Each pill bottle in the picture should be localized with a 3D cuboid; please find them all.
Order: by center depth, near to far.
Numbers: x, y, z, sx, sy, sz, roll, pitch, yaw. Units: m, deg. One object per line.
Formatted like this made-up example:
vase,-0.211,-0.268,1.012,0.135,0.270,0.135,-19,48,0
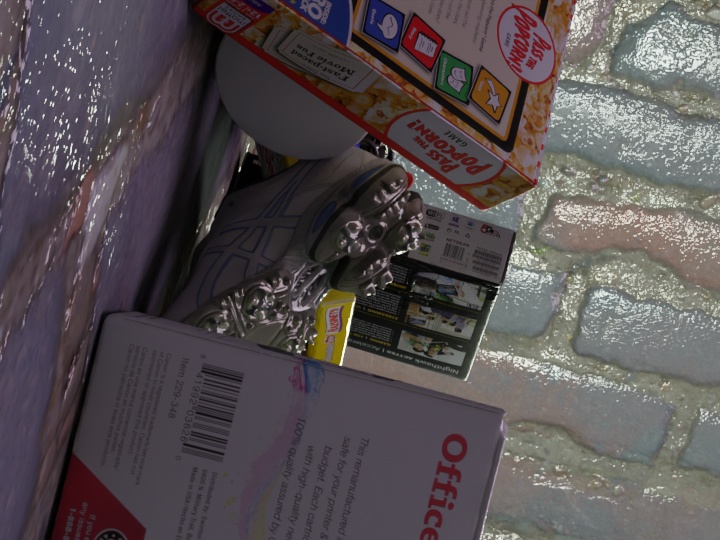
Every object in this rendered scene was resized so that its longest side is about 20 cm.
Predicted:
pill bottle,-0.007,-0.158,1.018,0.200,0.115,0.116,-63,169,-50

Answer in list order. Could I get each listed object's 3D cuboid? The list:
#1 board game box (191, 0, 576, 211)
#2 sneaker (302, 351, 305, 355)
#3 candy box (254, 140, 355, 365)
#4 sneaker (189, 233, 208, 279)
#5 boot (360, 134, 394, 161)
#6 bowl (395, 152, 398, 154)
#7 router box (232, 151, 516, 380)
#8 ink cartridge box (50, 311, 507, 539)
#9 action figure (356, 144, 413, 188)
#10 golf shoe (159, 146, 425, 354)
board game box,0.022,-0.147,0.914,0.046,0.200,0.152,-24,-139,48
sneaker,-0.035,0.101,1.307,0.200,0.075,0.071,47,-45,35
candy box,-0.039,-0.047,1.076,0.102,0.026,0.201,105,-27,-62
sneaker,-0.072,0.062,1.051,0.089,0.075,0.200,61,29,-35
boot,0.017,-0.129,1.283,0.200,0.069,0.175,101,6,-67
bowl,0.013,-0.168,1.491,0.094,0.201,0.201,-31,-174,9
router box,0.000,0.000,1.268,0.149,0.199,0.051,103,4,-58
ink cartridge box,-0.041,0.114,0.858,0.086,0.199,0.148,43,62,-88
action figure,-0.016,-0.094,1.123,0.200,0.051,0.066,-148,-129,-62
golf shoe,-0.060,0.002,0.973,0.200,0.097,0.078,-38,138,-16
